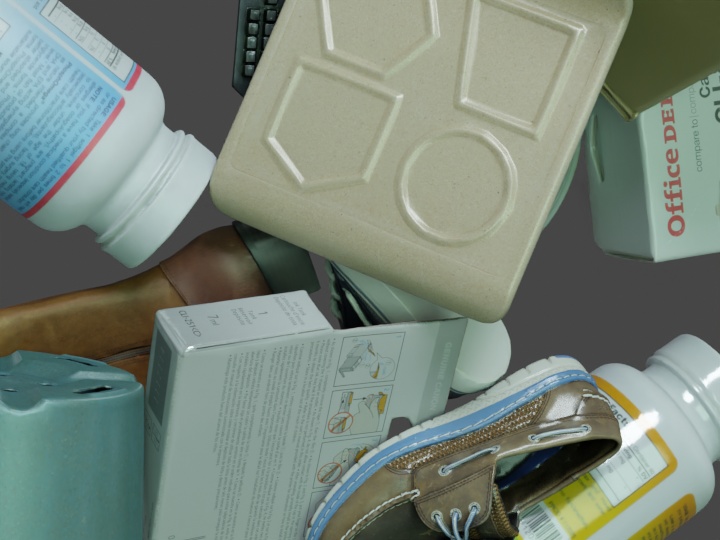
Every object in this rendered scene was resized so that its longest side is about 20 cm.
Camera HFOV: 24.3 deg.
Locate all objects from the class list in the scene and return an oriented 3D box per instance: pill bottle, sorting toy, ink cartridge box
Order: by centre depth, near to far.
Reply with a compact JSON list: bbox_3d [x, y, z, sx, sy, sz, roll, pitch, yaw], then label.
[{"bbox_3d":[0.032,-0.094,0.927,0.185,0.036,0.201,23,93,14],"label":"sorting toy"},{"bbox_3d":[-0.183,-0.093,0.940,0.200,0.109,0.109,39,84,-16],"label":"pill bottle"},{"bbox_3d":[-0.042,0.105,0.972,0.176,0.045,0.201,-6,126,-27],"label":"ink cartridge box"},{"bbox_3d":[0.152,0.130,1.058,0.200,0.111,0.111,-35,103,-11],"label":"pill bottle"},{"bbox_3d":[0.252,-0.091,1.082,0.199,0.083,0.146,-10,97,-15],"label":"ink cartridge box"}]

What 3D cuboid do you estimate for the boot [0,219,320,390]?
[{"bbox_3d":[-0.105,0.079,1.004,0.199,0.068,0.189,-22,112,-8],"label":"boot"}]

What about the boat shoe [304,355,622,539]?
[{"bbox_3d":[0.060,0.126,0.967,0.200,0.072,0.072,-35,135,-2],"label":"boat shoe"}]

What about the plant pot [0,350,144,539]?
[{"bbox_3d":[-0.200,0.149,0.905,0.199,0.200,0.197,4,96,-17],"label":"plant pot"}]

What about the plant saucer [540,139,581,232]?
[{"bbox_3d":[0.053,-0.091,1.041,0.199,0.050,0.201,-1,95,-16],"label":"plant saucer"}]

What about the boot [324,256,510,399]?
[{"bbox_3d":[0.000,0.000,1.008,0.073,0.090,0.200,-38,95,-37],"label":"boot"}]

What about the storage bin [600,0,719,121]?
[{"bbox_3d":[0.159,-0.204,0.902,0.199,0.200,0.094,47,65,-8],"label":"storage bin"}]

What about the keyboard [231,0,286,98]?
[{"bbox_3d":[0.025,-0.158,0.981,0.199,0.021,0.128,0,103,-18],"label":"keyboard"}]
